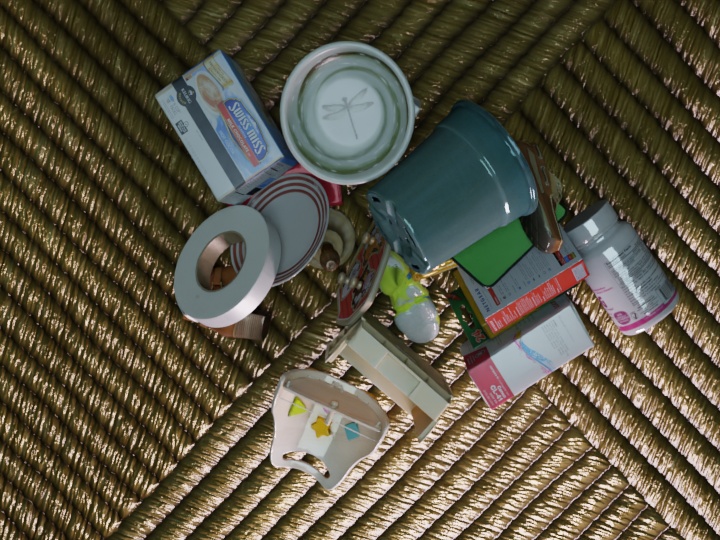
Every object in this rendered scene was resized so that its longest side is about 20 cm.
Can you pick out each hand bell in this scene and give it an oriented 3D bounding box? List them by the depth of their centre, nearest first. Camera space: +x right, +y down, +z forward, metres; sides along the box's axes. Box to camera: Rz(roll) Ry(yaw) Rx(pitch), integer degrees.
[{"bbox_3d":[-0.053,-0.029,1.600,0.102,0.200,0.107,-1,104,-4],"label":"hand bell"}]

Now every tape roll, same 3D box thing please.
[{"bbox_3d":[-0.216,-0.007,1.612,0.203,0.204,0.037,-44,138,8],"label":"tape roll"}]

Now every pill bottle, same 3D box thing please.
[{"bbox_3d":[0.419,-0.007,1.632,0.113,0.113,0.201,-36,95,7],"label":"pill bottle"}]

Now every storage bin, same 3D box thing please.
[{"bbox_3d":[0.046,0.164,1.632,0.199,0.199,0.094,41,94,-4],"label":"storage bin"}]

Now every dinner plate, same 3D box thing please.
[{"bbox_3d":[-0.128,-0.063,1.618,0.200,0.201,0.024,-43,137,8],"label":"dinner plate"}]

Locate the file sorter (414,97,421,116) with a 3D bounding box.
[{"bbox_3d":[0.008,-0.239,1.575,0.137,0.200,0.126,28,103,-2],"label":"file sorter"}]

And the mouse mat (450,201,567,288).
[{"bbox_3d":[0.208,-0.081,1.568,0.199,0.008,0.161,-40,68,-19],"label":"mouse mat"}]

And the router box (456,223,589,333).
[{"bbox_3d":[0.242,-0.028,1.605,0.177,0.202,0.049,-31,139,8],"label":"router box"}]

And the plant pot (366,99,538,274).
[{"bbox_3d":[0.125,-0.111,1.478,0.195,0.200,0.202,-36,96,-11],"label":"plant pot"}]

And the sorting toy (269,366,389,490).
[{"bbox_3d":[-0.071,0.280,1.710,0.197,0.107,0.183,24,106,-2],"label":"sorting toy"}]

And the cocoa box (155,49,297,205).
[{"bbox_3d":[-0.211,-0.226,1.606,0.130,0.133,0.202,-32,88,7],"label":"cocoa box"}]

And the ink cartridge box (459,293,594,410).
[{"bbox_3d":[0.269,0.124,1.641,0.198,0.148,0.087,-31,99,7],"label":"ink cartridge box"}]

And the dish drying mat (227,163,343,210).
[{"bbox_3d":[-0.130,-0.139,1.685,0.195,0.018,0.079,-6,98,3],"label":"dish drying mat"}]

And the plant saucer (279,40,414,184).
[{"bbox_3d":[-0.017,-0.229,1.452,0.195,0.050,0.205,1,104,6],"label":"plant saucer"}]

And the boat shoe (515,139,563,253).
[{"bbox_3d":[0.277,-0.124,1.545,0.072,0.076,0.203,-11,61,-12],"label":"boat shoe"}]

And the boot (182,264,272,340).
[{"bbox_3d":[-0.215,0.010,1.692,0.152,0.077,0.205,13,97,11],"label":"boot"}]

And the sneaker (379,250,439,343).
[{"bbox_3d":[0.079,0.025,1.676,0.074,0.106,0.202,-17,128,13],"label":"sneaker"}]

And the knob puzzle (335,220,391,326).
[{"bbox_3d":[0.000,0.000,1.594,0.030,0.220,0.223,23,99,-14],"label":"knob puzzle"}]

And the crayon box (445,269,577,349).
[{"bbox_3d":[0.238,0.023,1.639,0.198,0.128,0.051,-33,140,7],"label":"crayon box"}]

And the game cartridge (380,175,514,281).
[{"bbox_3d":[0.137,-0.102,1.619,0.173,0.033,0.203,-20,64,5],"label":"game cartridge"}]
